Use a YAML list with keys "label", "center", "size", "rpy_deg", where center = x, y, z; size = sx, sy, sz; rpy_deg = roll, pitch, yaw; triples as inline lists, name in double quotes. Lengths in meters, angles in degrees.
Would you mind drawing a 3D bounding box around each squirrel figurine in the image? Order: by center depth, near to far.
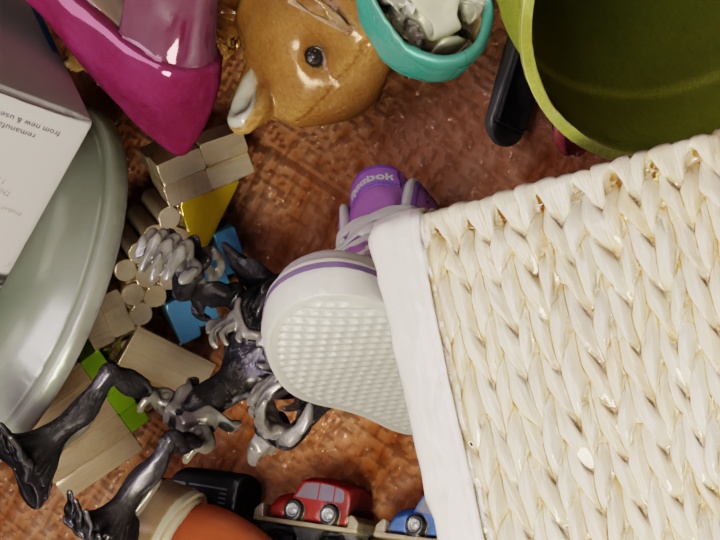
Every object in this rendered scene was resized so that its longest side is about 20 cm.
- label: "squirrel figurine"
  center: [-0.057, -0.151, 1.288]
  size: [0.200, 0.141, 0.187]
  rpy_deg: [-21, 87, 41]

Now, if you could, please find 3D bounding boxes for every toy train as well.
- label: "toy train"
  center: [-0.016, 0.121, 1.291]
  size: [0.200, 0.034, 0.046]
  rpy_deg: [5, 79, 30]

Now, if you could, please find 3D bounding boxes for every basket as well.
- label: "basket"
  center: [0.127, 0.056, 1.122]
  size: [0.161, 0.198, 0.200]
  rpy_deg: [-19, 78, 23]

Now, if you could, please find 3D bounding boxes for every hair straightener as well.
- label: "hair straightener"
  center: [0.080, -0.155, 1.244]
  size: [0.077, 0.041, 0.200]
  rpy_deg: [8, 91, 29]

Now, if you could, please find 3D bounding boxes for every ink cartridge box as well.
- label: "ink cartridge box"
  center: [-0.219, -0.033, 1.254]
  size: [0.200, 0.086, 0.147]
  rpy_deg: [-60, 31, 20]

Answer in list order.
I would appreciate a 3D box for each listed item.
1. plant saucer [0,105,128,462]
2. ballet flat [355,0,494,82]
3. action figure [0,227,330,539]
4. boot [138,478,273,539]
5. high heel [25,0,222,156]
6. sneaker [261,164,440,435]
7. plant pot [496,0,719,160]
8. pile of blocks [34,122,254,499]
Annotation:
- label: "plant saucer"
  center: [-0.188, 0.004, 1.324]
  size: [0.200, 0.050, 0.200]
  rpy_deg: [-38, 40, 40]
- label: "ballet flat"
  center: [0.010, -0.174, 1.173]
  size: [0.200, 0.067, 0.070]
  rpy_deg: [66, 164, -17]
- label: "action figure"
  center: [-0.066, 0.045, 1.236]
  size: [0.200, 0.102, 0.119]
  rpy_deg: [-39, 72, -20]
- label: "boot"
  center: [-0.074, 0.210, 1.286]
  size: [0.107, 0.075, 0.200]
  rpy_deg: [20, 113, 17]
- label: "high heel"
  center: [-0.149, -0.128, 1.240]
  size: [0.200, 0.067, 0.096]
  rpy_deg: [30, 127, 27]
- label: "sneaker"
  center: [-0.001, 0.000, 1.193]
  size: [0.073, 0.200, 0.114]
  rpy_deg: [-17, 71, 13]
- label: "plant pot"
  center: [0.117, -0.181, 1.115]
  size: [0.200, 0.200, 0.193]
  rpy_deg: [-48, 46, 19]
- label: "pile of blocks"
  center: [-0.108, 0.016, 1.341]
  size: [0.200, 0.082, 0.062]
  rpy_deg: [-58, 21, 4]
